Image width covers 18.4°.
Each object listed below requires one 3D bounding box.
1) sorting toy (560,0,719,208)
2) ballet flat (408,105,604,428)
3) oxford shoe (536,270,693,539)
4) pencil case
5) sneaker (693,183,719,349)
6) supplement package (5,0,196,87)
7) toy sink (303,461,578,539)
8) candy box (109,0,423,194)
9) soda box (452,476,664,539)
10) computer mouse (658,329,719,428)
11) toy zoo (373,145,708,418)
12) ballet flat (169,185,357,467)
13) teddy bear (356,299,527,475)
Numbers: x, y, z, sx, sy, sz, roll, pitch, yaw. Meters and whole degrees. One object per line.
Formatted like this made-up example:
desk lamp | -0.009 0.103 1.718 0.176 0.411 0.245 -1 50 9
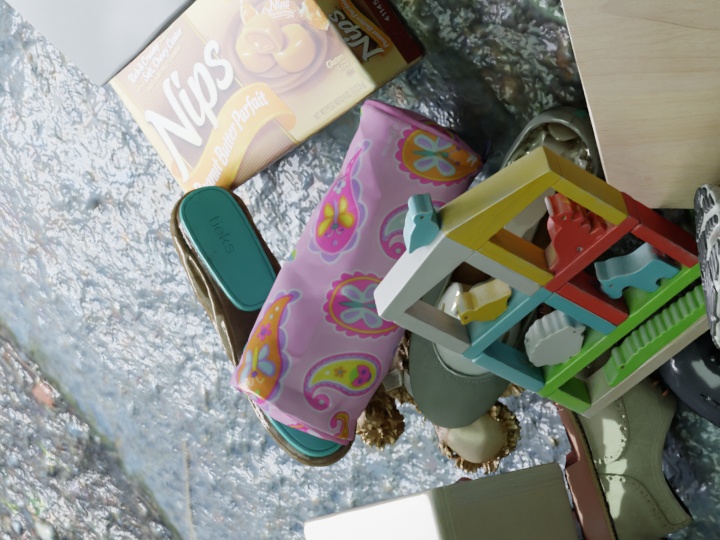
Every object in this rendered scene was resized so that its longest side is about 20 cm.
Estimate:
sorting toy | 0.205 -0.135 1.120 0.200 0.070 0.199 2 117 40
ballet flat | 0.077 -0.002 1.254 0.067 0.064 0.200 26 97 8
oxford shoe | 0.147 0.067 1.319 0.074 0.071 0.200 -13 102 7
pencil case | 0.000 0.000 1.300 0.087 0.087 0.200 24 87 29
sneaker | 0.225 0.009 1.153 0.085 0.077 0.200 -13 150 17
supplement package | -0.100 -0.244 1.203 0.147 0.200 0.191 43 139 -10
toy sink | 0.066 0.226 1.315 0.130 0.112 0.200 -22 78 51
candy box | -0.065 -0.129 1.372 0.200 0.055 0.115 -31 94 48
soda box | 0.129 0.196 1.398 0.200 0.068 0.064 14 123 34
computer mouse | 0.244 0.101 1.265 0.200 0.034 0.059 41 135 13
toy zoo | 0.101 0.005 1.192 0.200 0.020 0.131 27 125 -36
ballet flat | -0.063 0.040 1.389 0.200 0.068 0.072 58 161 16
teddy bear | 0.035 0.045 1.371 0.200 0.067 0.145 10 111 48
